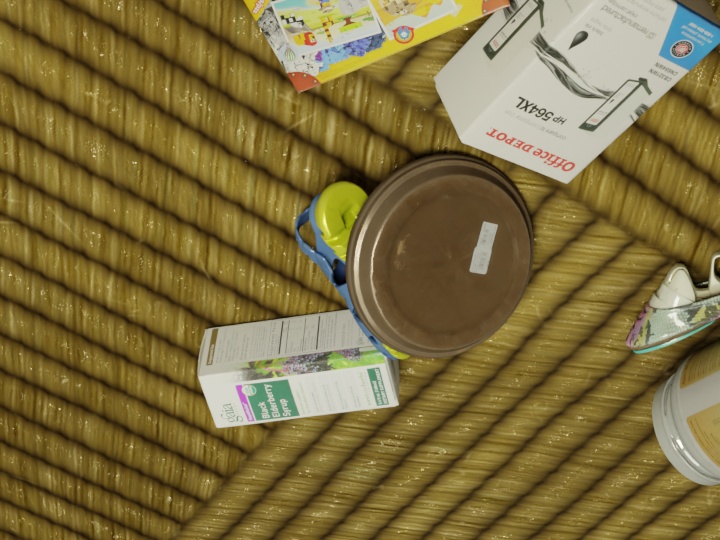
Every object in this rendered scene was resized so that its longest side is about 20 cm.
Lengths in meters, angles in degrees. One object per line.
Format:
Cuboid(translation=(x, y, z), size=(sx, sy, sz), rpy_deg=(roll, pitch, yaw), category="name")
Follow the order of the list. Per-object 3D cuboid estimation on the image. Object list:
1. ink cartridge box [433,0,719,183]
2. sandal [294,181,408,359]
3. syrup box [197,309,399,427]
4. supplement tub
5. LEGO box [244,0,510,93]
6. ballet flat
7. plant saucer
Cuboid(translation=(0.184, -0.181, 1.154), size=(0.145, 0.085, 0.200), rpy_deg=(16, 131, -38), category="ink cartridge box")
Cuboid(translation=(0.000, 0.000, 1.330), size=(0.087, 0.079, 0.201), rpy_deg=(1, 125, 52), category="sandal")
Cuboid(translation=(-0.064, 0.101, 1.422), size=(0.199, 0.082, 0.079), rpy_deg=(-8, 128, 8), category="syrup box")
Cuboid(translation=(0.404, 0.128, 1.357), size=(0.144, 0.145, 0.200), rpy_deg=(28, 144, -19), category="supplement tub")
Cuboid(translation=(0.004, -0.259, 1.130), size=(0.199, 0.077, 0.149), rpy_deg=(-20, 125, 18), category="LEGO box")
Cuboid(translation=(0.352, 0.019, 1.351), size=(0.199, 0.069, 0.071), rpy_deg=(-19, 108, 13), category="ballet flat")
Cuboid(translation=(0.082, -0.010, 1.292), size=(0.199, 0.029, 0.201), rpy_deg=(-5, 105, -21), category="plant saucer")
